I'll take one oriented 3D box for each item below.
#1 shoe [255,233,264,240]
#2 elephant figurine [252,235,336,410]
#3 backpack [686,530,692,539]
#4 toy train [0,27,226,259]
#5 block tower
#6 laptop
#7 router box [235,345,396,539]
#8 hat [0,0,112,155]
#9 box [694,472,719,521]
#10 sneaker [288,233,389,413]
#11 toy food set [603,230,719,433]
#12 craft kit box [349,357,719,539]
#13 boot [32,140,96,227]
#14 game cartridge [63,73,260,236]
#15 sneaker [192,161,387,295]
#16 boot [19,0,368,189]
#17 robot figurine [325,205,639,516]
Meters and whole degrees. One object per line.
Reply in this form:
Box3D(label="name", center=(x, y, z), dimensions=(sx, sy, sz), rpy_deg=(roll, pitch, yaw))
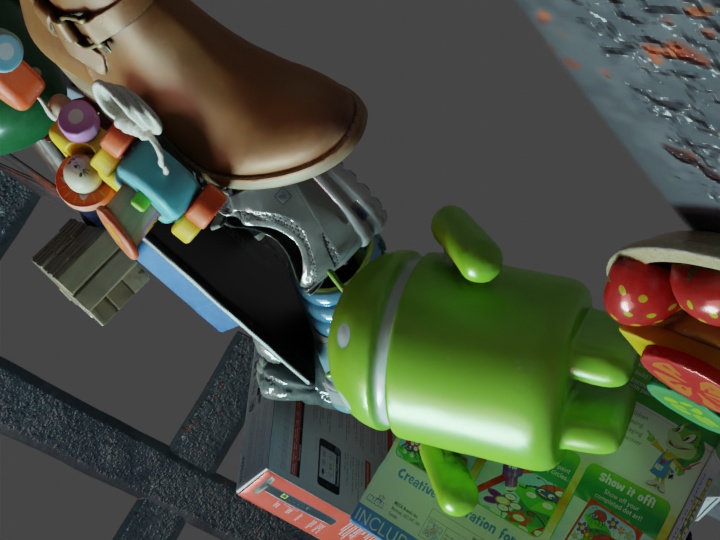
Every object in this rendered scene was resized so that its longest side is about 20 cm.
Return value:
Box3D(label="shoe", center=(-0.144, -0.051, 0.995), dimensions=(0.053, 0.070, 0.199), rpy_deg=(43, 165, -21))
Box3D(label="elephant figurine", center=(-0.033, 0.039, 0.981), dimensions=(0.139, 0.157, 0.200), rpy_deg=(-9, -160, 0))
Box3D(label="backpack", center=(0.223, 0.261, 1.061), dimensions=(0.168, 0.197, 0.165), rpy_deg=(170, 85, -83))
Box3D(label="toy train", center=(-0.162, -0.072, 0.560), dimensions=(0.199, 0.056, 0.150), rpy_deg=(30, 167, 39))
Box3D(label="block tower", center=(-0.229, -0.002, 0.864), dimensions=(0.054, 0.058, 0.200), rpy_deg=(49, 168, -19))
Box3D(label="laptop", center=(-0.137, 0.006, 0.771), dimensions=(0.187, 0.116, 0.201), rpy_deg=(43, -163, -22))
Box3D(label="router box", center=(-0.029, 0.166, 1.020), dimensions=(0.179, 0.049, 0.201), rpy_deg=(35, -147, -25))
Box3D(label="hat", center=(-0.211, -0.087, 0.664), dimensions=(0.176, 0.200, 0.165), rpy_deg=(44, -171, 11))
Box3D(label="box", center=(0.216, 0.159, 0.813), dimensions=(0.115, 0.061, 0.200), rpy_deg=(-4, 162, 11))
Box3D(label="sneaker", center=(0.000, 0.000, 0.777), dimensions=(0.201, 0.078, 0.132), rpy_deg=(-86, -19, -64))
Box3D(label="toy food set", center=(0.201, 0.049, 0.475), dimensions=(0.199, 0.049, 0.198), rpy_deg=(22, 167, 43))
Box3D(label="craft kit box", center=(0.120, 0.127, 0.680), dimensions=(0.199, 0.199, 0.048), rpy_deg=(25, 173, 35))
Box3D(label="boot", center=(-0.261, -0.142, 0.926), dimensions=(0.201, 0.064, 0.187), rpy_deg=(58, -174, -35))
Box3D(label="game cartridge", center=(-0.157, -0.097, 0.831), dimensions=(0.199, 0.041, 0.134), rpy_deg=(29, 166, 38))
Box3D(label="sneaker", center=(-0.077, -0.066, 0.648), dimensions=(0.199, 0.082, 0.075), rpy_deg=(39, 169, -8))
Box3D(label="boot", center=(-0.101, -0.121, 0.513), dimensions=(0.198, 0.074, 0.155), rpy_deg=(15, 154, 27))
Box3D(label="robot figurine", center=(0.068, 0.052, 0.634), dimensions=(0.197, 0.178, 0.116), rpy_deg=(11, -156, 21))
